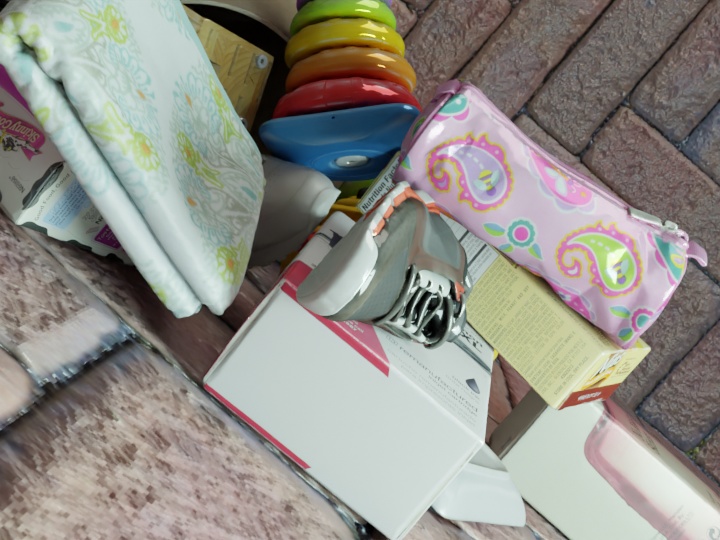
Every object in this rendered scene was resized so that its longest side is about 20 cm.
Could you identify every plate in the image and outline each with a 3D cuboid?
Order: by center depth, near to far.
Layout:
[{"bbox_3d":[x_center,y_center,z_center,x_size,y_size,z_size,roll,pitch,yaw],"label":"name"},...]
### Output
[{"bbox_3d":[0.037,0.110,1.002,0.200,0.032,0.199,44,8,25],"label":"plate"}]

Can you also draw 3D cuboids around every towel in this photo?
[{"bbox_3d":[-0.120,-0.090,0.761,0.201,0.048,0.172,59,18,-25],"label":"towel"}]

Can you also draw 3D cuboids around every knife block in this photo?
[{"bbox_3d":[-0.182,-0.159,0.915,0.174,0.065,0.199,17,-4,42],"label":"knife block"}]

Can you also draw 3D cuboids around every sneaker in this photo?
[{"bbox_3d":[0.030,0.004,0.736,0.082,0.077,0.200,47,18,4],"label":"sneaker"},{"bbox_3d":[-0.093,-0.057,0.941,0.199,0.077,0.081,5,-43,52],"label":"sneaker"}]

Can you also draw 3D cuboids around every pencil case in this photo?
[{"bbox_3d":[0.116,-0.037,0.838,0.199,0.088,0.087,34,7,-1],"label":"pencil case"}]

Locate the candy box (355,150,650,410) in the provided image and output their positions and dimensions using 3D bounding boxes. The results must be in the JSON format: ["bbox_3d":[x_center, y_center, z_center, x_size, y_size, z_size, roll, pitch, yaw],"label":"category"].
[{"bbox_3d":[0.100,0.005,0.922,0.200,0.055,0.115,46,17,21],"label":"candy box"}]

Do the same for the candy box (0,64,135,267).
[{"bbox_3d":[-0.174,-0.070,0.836,0.136,0.061,0.200,45,8,24],"label":"candy box"}]

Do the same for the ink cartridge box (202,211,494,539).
[{"bbox_3d":[0.002,0.054,0.819,0.144,0.085,0.200,39,15,-3],"label":"ink cartridge box"}]

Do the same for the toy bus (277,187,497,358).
[{"bbox_3d":[0.000,0.000,1.097,0.191,0.138,0.199,2,7,-41],"label":"toy bus"}]

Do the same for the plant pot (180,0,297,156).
[{"bbox_3d":[-0.115,-0.191,1.086,0.187,0.187,0.201,37,35,-26],"label":"plant pot"}]

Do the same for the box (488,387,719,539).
[{"bbox_3d":[0.223,0.190,1.202,0.200,0.109,0.128,41,7,-1],"label":"box"}]

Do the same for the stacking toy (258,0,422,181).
[{"bbox_3d":[-0.013,-0.172,0.948,0.110,0.115,0.203,44,41,-73],"label":"stacking toy"}]

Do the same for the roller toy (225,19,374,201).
[{"bbox_3d":[-0.083,-0.142,1.256,0.140,0.180,0.202,-47,119,-84],"label":"roller toy"}]
